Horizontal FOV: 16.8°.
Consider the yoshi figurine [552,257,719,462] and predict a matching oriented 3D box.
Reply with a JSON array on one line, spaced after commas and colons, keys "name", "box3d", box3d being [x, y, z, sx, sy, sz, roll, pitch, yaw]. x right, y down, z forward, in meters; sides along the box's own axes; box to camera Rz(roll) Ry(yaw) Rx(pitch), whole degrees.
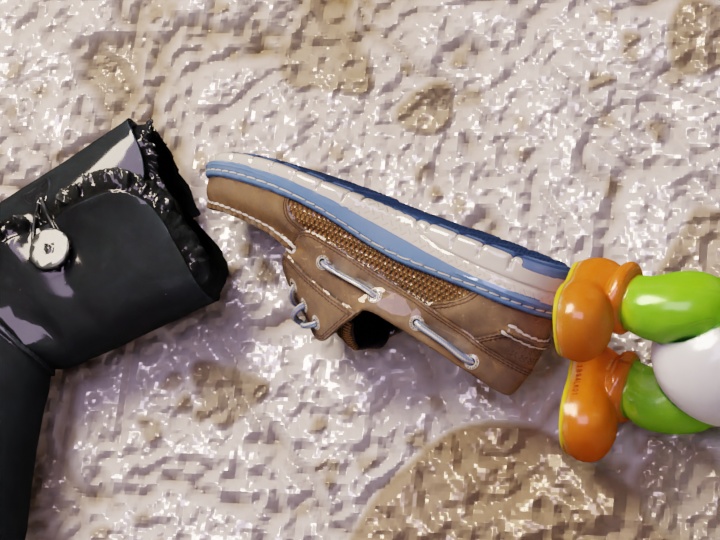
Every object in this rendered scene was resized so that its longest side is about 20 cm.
[{"name": "yoshi figurine", "box3d": [0.183, 0.055, 1.049, 0.200, 0.112, 0.112, 4, 84, 15]}]

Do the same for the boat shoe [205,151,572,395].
[{"name": "boat shoe", "box3d": [0.000, 0.000, 1.132, 0.200, 0.072, 0.072, 22, 96, 34]}]

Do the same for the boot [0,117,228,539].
[{"name": "boot", "box3d": [-0.143, 0.036, 1.156, 0.168, 0.076, 0.200, -24, 59, 10]}]
